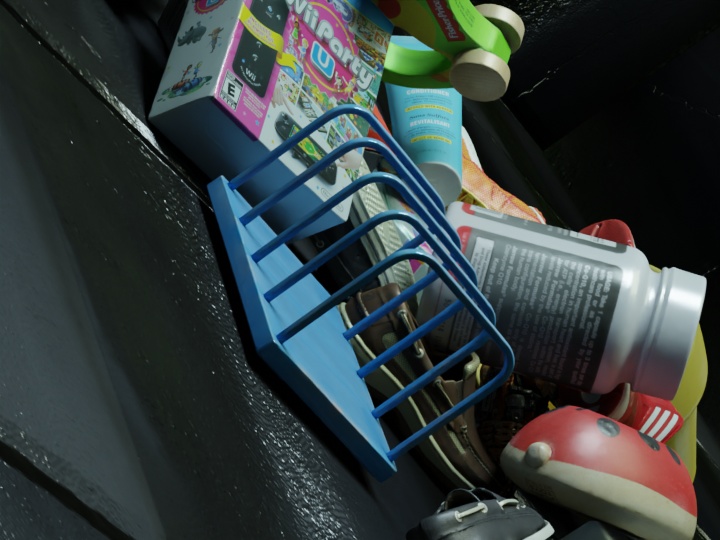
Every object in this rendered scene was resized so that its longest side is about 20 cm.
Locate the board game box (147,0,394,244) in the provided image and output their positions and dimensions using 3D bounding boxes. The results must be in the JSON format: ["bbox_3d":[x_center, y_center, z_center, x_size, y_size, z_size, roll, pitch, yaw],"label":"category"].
[{"bbox_3d":[-0.059,-0.143,1.657,0.148,0.064,0.200,44,42,-33],"label":"board game box"}]

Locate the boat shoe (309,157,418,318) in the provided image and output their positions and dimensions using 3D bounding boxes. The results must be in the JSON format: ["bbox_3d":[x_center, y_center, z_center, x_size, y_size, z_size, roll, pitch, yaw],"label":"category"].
[{"bbox_3d":[0.000,0.000,1.755,0.075,0.062,0.200,-85,156,-55],"label":"boat shoe"}]

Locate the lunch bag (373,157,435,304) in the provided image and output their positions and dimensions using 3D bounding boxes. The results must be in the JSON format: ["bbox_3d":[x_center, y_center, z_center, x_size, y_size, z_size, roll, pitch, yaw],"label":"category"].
[{"bbox_3d":[0.036,-0.008,1.909,0.160,0.077,0.200,46,9,-17],"label":"lunch bag"}]

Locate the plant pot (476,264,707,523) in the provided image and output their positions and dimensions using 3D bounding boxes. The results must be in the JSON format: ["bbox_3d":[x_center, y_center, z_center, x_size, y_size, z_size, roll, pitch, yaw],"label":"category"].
[{"bbox_3d":[0.218,0.122,2.071,0.201,0.200,0.189,-114,-179,-49],"label":"plant pot"}]

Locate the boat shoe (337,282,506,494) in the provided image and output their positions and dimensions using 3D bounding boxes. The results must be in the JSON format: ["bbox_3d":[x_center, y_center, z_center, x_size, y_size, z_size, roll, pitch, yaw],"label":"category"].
[{"bbox_3d":[0.058,0.090,1.686,0.202,0.075,0.075,50,11,-31],"label":"boat shoe"}]

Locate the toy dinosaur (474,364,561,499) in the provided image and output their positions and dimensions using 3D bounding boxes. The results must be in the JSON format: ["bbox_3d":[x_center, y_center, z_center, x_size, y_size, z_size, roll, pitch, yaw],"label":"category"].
[{"bbox_3d":[0.134,0.101,1.828,0.102,0.200,0.136,18,-24,37],"label":"toy dinosaur"}]

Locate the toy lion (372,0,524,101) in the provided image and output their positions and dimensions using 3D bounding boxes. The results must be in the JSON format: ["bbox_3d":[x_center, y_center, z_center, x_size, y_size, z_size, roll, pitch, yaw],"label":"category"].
[{"bbox_3d":[0.004,-0.210,1.768,0.200,0.191,0.069,56,42,-45],"label":"toy lion"}]

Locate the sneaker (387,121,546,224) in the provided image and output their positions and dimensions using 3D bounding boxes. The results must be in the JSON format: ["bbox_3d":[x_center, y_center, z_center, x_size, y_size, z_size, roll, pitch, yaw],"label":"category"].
[{"bbox_3d":[0.087,-0.054,1.938,0.077,0.073,0.200,0,41,-51],"label":"sneaker"}]

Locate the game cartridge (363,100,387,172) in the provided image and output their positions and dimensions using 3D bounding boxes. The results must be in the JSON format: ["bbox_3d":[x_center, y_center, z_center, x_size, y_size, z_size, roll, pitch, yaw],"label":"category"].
[{"bbox_3d":[-0.045,-0.140,1.927,0.133,0.042,0.200,25,20,-19],"label":"game cartridge"}]

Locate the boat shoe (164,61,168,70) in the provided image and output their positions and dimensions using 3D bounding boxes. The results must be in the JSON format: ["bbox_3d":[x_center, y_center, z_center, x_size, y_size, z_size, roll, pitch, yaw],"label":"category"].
[{"bbox_3d":[-0.070,-0.099,1.743,0.200,0.074,0.066,31,27,-44],"label":"boat shoe"}]

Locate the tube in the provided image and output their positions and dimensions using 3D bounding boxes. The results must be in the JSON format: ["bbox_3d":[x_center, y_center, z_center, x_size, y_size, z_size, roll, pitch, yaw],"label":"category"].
[{"bbox_3d":[0.054,-0.132,1.925,0.200,0.077,0.050,-93,-169,-48],"label":"tube"}]

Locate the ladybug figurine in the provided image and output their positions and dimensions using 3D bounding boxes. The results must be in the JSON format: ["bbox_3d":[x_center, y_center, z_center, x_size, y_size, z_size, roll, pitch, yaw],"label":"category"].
[{"bbox_3d":[0.181,0.149,1.714,0.136,0.072,0.200,19,-6,35],"label":"ladybug figurine"}]

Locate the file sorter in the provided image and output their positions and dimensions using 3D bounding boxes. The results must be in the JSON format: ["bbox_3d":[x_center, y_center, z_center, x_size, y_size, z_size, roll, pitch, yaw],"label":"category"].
[{"bbox_3d":[0.002,0.006,1.519,0.139,0.123,0.200,49,11,-34],"label":"file sorter"}]

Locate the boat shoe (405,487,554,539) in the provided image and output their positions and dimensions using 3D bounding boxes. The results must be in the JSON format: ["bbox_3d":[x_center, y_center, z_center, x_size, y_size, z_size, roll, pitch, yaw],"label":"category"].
[{"bbox_3d":[0.073,0.170,1.508,0.060,0.074,0.200,60,18,3],"label":"boat shoe"}]

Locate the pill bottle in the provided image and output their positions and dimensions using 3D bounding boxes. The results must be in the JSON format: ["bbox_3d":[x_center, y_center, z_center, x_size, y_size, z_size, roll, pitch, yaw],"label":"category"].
[{"bbox_3d":[0.148,0.027,1.728,0.199,0.114,0.114,15,9,4],"label":"pill bottle"}]

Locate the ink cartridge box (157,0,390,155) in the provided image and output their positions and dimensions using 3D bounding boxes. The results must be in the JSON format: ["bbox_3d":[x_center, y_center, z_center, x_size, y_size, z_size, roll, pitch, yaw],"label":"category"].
[{"bbox_3d":[-0.052,-0.157,1.825,0.200,0.050,0.109,14,33,-32],"label":"ink cartridge box"}]

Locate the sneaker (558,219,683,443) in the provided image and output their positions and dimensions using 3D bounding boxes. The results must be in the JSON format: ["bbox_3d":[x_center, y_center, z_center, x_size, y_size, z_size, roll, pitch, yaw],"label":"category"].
[{"bbox_3d":[0.205,0.065,1.855,0.116,0.078,0.200,49,39,-41],"label":"sneaker"}]

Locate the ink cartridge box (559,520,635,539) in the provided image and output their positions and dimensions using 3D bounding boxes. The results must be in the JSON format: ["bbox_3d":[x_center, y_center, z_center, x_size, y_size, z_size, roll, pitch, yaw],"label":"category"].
[{"bbox_3d":[0.202,0.276,1.728,0.145,0.085,0.200,60,12,21],"label":"ink cartridge box"}]
